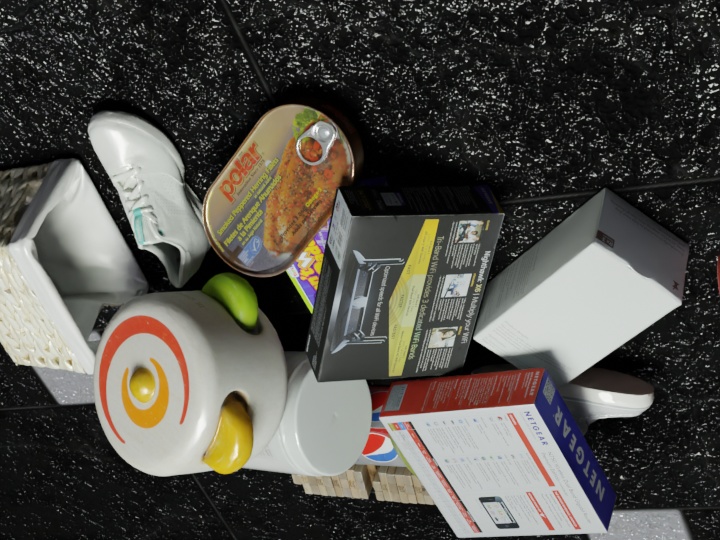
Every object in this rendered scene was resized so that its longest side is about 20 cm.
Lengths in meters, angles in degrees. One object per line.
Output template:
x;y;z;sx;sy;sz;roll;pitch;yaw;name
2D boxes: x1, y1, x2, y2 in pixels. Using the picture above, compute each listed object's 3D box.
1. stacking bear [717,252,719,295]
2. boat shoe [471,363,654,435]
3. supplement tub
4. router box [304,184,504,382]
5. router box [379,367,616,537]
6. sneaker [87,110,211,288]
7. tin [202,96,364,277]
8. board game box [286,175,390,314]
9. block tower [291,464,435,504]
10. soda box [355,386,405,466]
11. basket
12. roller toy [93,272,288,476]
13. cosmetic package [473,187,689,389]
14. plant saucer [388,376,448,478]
0.439;0.014;1.491;0.199;0.114;0.121;-26;123;33;stacking bear
0.208;0.141;1.716;0.198;0.072;0.069;1;104;19;boat shoe
-0.100;0.152;1.785;0.198;0.133;0.132;1;138;40;supplement tub
0.040;0.013;1.592;0.155;0.052;0.202;-1;127;-20;router box
0.141;0.190;1.671;0.178;0.049;0.201;-7;131;32;router box
-0.213;-0.069;1.652;0.075;0.089;0.201;-10;131;31;sneaker
-0.075;-0.081;1.585;0.112;0.042;0.200;40;123;-1;tin
0.000;0.000;1.679;0.133;0.045;0.201;-8;132;27;board game box
0.021;0.230;1.912;0.198;0.058;0.054;4;137;19;block tower
0.057;0.174;1.831;0.198;0.064;0.070;0;134;19;soda box
-0.332;-0.003;1.736;0.122;0.136;0.201;1;136;25;basket
-0.178;0.116;1.674;0.181;0.202;0.139;-20;168;40;roller toy
0.213;0.022;1.599;0.112;0.082;0.200;33;136;-16;cosmetic package
0.116;0.191;1.746;0.198;0.031;0.201;14;138;13;plant saucer
